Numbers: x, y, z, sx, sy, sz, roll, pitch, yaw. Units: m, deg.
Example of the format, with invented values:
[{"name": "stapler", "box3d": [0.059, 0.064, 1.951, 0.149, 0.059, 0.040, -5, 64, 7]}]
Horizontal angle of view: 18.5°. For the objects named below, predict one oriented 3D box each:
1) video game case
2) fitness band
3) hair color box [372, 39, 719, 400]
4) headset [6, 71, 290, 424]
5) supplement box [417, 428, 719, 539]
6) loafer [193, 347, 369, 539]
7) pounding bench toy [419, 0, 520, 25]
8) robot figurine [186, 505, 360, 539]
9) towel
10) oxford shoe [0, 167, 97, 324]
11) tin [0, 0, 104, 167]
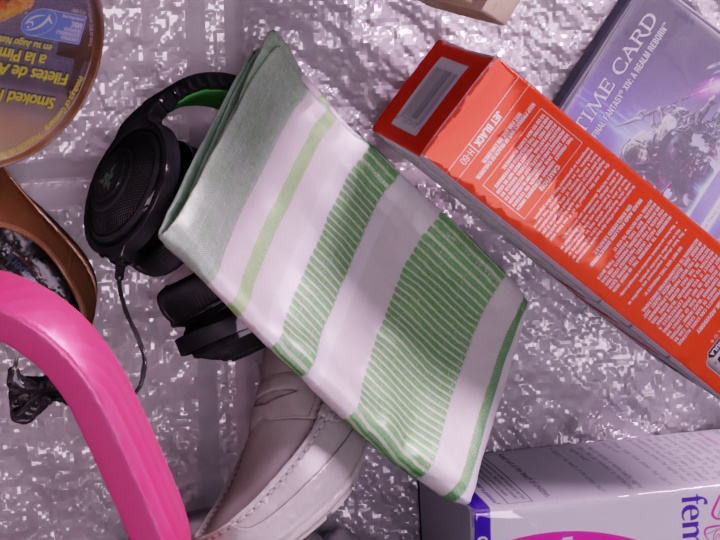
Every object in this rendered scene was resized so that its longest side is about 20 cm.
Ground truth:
[{"name": "video game case", "box3d": [0.182, -0.038, 1.147, 0.199, 0.019, 0.143, 33, 91, -16]}, {"name": "fitness band", "box3d": [-0.155, 0.092, 0.968, 0.143, 0.037, 0.201, -13, 113, 24]}, {"name": "hair color box", "box3d": [0.107, -0.025, 1.070, 0.200, 0.101, 0.061, 38, 90, -18]}, {"name": "headset", "box3d": [-0.089, -0.004, 1.033, 0.124, 0.094, 0.200, 50, 46, -16]}, {"name": "supplement box", "box3d": [0.138, 0.146, 1.129, 0.198, 0.103, 0.102, -6, 101, -14]}, {"name": "loafer", "box3d": [-0.026, 0.066, 1.050, 0.070, 0.070, 0.200, 53, 43, -15]}, {"name": "pounding bench toy", "box3d": [0.033, -0.238, 0.970, 0.155, 0.124, 0.201, 30, 92, -18]}, {"name": "robot figurine", "box3d": [-0.031, 0.207, 1.092, 0.200, 0.113, 0.170, 52, 55, -17]}, {"name": "towel", "box3d": [0.000, 0.000, 1.040, 0.023, 0.153, 0.200, -26, 118, 37]}, {"name": "oxford shoe", "box3d": [-0.197, -0.037, 1.030, 0.200, 0.071, 0.071, 40, 91, -15]}, {"name": "tin", "box3d": [-0.201, -0.106, 0.963, 0.199, 0.042, 0.113, 7, 102, -46]}]
